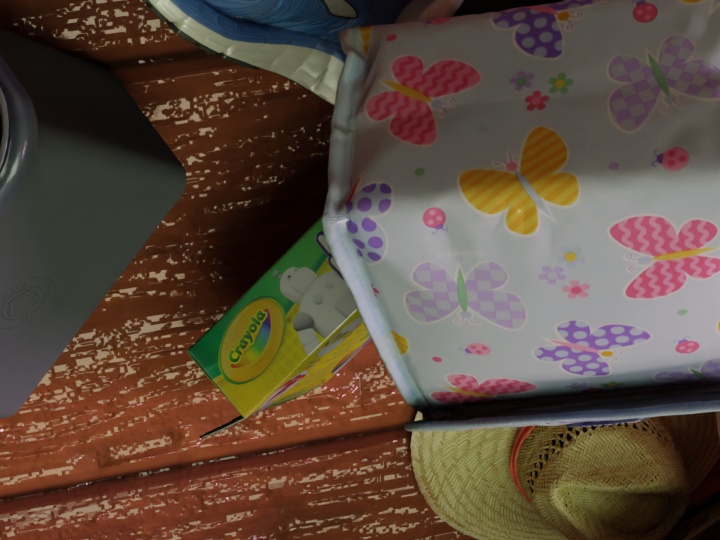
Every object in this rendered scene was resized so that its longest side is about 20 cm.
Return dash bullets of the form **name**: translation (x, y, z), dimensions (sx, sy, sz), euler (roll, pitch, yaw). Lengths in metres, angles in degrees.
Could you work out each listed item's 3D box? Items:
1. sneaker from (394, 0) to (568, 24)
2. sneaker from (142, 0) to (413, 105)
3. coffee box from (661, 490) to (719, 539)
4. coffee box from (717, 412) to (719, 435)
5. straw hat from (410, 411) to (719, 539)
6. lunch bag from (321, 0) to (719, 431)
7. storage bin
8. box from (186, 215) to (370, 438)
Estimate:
- **sneaker**: translation (0.103, -0.126, 0.718), dimensions (0.200, 0.080, 0.071), euler (-33, 92, 1)
- **sneaker**: translation (-0.031, -0.134, 0.765), dimensions (0.199, 0.079, 0.089), euler (20, 110, -36)
- **coffee box**: translation (0.188, 0.182, 0.956), dimensions (0.113, 0.200, 0.080), euler (-36, 84, 31)
- **coffee box**: translation (0.279, 0.116, 0.932), dimensions (0.080, 0.114, 0.200), euler (-28, 137, 36)
- **straw hat**: translation (0.134, 0.110, 0.968), dimensions (0.200, 0.085, 0.202), euler (-8, 125, -11)
- **lunch bag**: translation (0.091, -0.003, 0.687), dimensions (0.169, 0.128, 0.200), euler (-5, 145, 13)
- **storage bin**: translation (-0.183, -0.023, 0.769), dimensions (0.200, 0.146, 0.134), euler (-50, 150, 20)
- **box**: translation (0.000, 0.000, 0.840), dimensions (0.048, 0.117, 0.200), euler (47, 106, 9)
